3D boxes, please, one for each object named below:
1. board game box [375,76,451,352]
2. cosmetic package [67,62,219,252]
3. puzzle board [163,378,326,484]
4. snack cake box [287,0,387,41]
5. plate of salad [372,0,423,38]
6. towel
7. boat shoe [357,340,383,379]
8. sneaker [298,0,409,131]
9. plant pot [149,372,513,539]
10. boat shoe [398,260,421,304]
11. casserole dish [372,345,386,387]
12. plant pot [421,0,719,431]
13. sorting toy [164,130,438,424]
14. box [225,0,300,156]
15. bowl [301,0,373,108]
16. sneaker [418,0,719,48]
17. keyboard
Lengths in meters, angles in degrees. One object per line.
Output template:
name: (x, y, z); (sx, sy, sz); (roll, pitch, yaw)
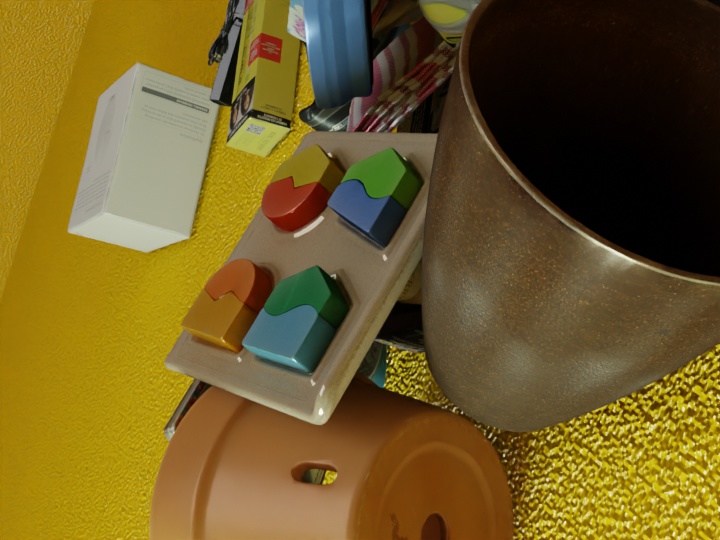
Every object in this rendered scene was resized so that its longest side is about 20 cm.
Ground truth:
board game box: (0.075, -0.050, 0.762); (0.165, 0.057, 0.201); (-14, 63, 64)
cosmetic package: (-0.287, -0.140, 1.496); (0.199, 0.123, 0.201); (-9, 66, 63)
puzzle board: (-0.067, 0.120, 0.785); (0.017, 0.151, 0.200); (-19, 18, 17)
snack cake box: (0.015, -0.280, 0.918); (0.201, 0.067, 0.115); (-63, 4, -9)
plate of salad: (0.071, -0.248, 0.812); (0.200, 0.048, 0.200); (-44, 13, 13)
towel: (0.056, -0.170, 0.793); (0.200, 0.030, 0.146); (-43, 16, 21)
boat shoe: (0.000, 0.000, 0.857); (0.062, 0.074, 0.201); (136, 151, -66)
sneaker: (-0.006, -0.211, 0.992); (0.071, 0.082, 0.200); (173, 111, -68)
plant pot: (-0.003, 0.152, 0.673); (0.140, 0.200, 0.201); (-6, 70, 45)
boat shoe: (-0.003, -0.023, 0.767); (0.071, 0.064, 0.200); (-68, 24, 16)
casserole dish: (-0.025, 0.050, 0.934); (0.121, 0.039, 0.201); (-47, 35, 44)
plant pot: (0.106, -0.010, 0.561); (0.200, 0.186, 0.187); (113, 158, -50)
sorting toy: (-0.032, -0.010, 0.670); (0.200, 0.036, 0.186); (7, 62, 56)
box: (-0.103, -0.232, 1.247); (0.075, 0.050, 0.201); (-34, 45, 56)
bowl: (-0.015, -0.208, 0.744); (0.201, 0.039, 0.202); (-3, -90, -88)
sneaker: (0.124, -0.156, 0.648); (0.199, 0.076, 0.076); (18, 64, 30)
keyboard: (-0.144, -0.296, 1.342); (0.127, 0.021, 0.201); (-3, -71, -83)
